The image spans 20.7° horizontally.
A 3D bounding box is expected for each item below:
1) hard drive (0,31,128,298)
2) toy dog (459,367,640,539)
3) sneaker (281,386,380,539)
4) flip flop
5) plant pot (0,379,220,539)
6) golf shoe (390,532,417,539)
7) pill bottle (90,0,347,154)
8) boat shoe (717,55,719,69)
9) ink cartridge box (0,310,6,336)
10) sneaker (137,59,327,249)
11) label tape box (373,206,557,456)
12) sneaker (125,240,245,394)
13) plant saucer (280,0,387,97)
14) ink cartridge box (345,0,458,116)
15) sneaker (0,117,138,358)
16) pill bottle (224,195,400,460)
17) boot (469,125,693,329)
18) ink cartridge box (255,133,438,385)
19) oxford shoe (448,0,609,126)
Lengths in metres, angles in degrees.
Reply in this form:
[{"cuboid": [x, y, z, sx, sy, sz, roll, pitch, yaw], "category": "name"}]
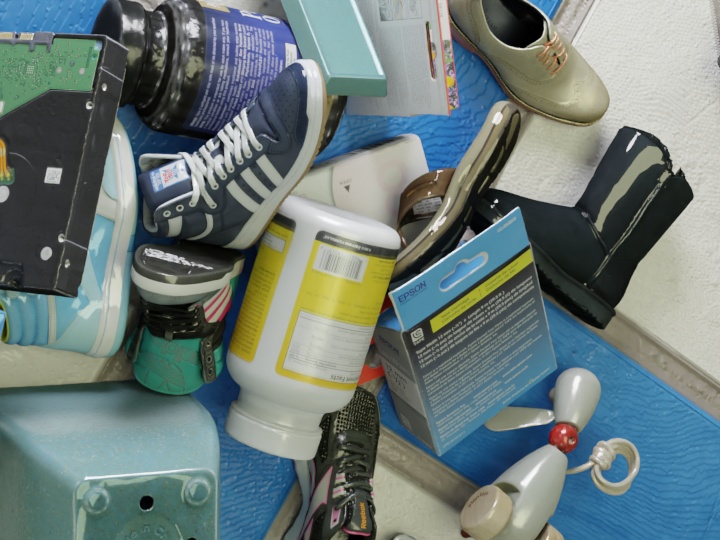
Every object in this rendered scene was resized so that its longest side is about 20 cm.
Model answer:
[{"cuboid": [-0.261, -0.084, 1.530, 0.038, 0.139, 0.202, 25, 72, -60], "category": "hard drive"}, {"cuboid": [0.151, 0.187, 1.807, 0.200, 0.096, 0.133, -40, 108, -33], "category": "toy dog"}, {"cuboid": [-0.011, 0.200, 1.714, 0.080, 0.086, 0.202, 7, 92, -29], "category": "sneaker"}, {"cuboid": [0.069, -0.065, 1.694, 0.057, 0.081, 0.201, 30, 82, 13], "category": "flip flop"}, {"cuboid": [-0.201, 0.200, 1.561, 0.194, 0.200, 0.198, -2, 95, -25], "category": "plant pot"}, {"cuboid": [0.094, 0.319, 1.773, 0.200, 0.097, 0.079, 41, 76, -25], "category": "golf shoe"}, {"cuboid": [-0.118, -0.160, 1.615, 0.199, 0.112, 0.113, 10, 91, -27], "category": "pill bottle"}, {"cuboid": [0.421, -0.169, 1.907, 0.201, 0.074, 0.063, 32, 117, -35], "category": "boat shoe"}, {"cuboid": [-0.394, 0.072, 1.484, 0.199, 0.146, 0.147, 14, 89, -27], "category": "ink cartridge box"}, {"cuboid": [-0.107, -0.090, 1.554, 0.108, 0.200, 0.070, 4, 49, -29], "category": "sneaker"}, {"cuboid": [0.086, 0.043, 1.718, 0.143, 0.066, 0.201, -34, 133, -18], "category": "label tape box"}, {"cuboid": [-0.151, 0.041, 1.590, 0.083, 0.200, 0.122, 16, 97, 9], "category": "sneaker"}, {"cuboid": [-0.034, -0.228, 1.631, 0.069, 0.019, 0.201, -1, 55, -33], "category": "plant saucer"}, {"cuboid": [0.042, -0.185, 1.641, 0.050, 0.200, 0.110, -11, 100, -24], "category": "ink cartridge box"}, {"cuboid": [-0.251, -0.030, 1.583, 0.130, 0.079, 0.202, 1, 94, -27], "category": "sneaker"}, {"cuboid": [-0.046, 0.048, 1.628, 0.111, 0.112, 0.202, 15, 97, -26], "category": "pill bottle"}, {"cuboid": [0.200, -0.065, 1.797, 0.200, 0.076, 0.169, 37, 81, -28], "category": "boot"}, {"cuboid": [0.000, 0.000, 1.724, 0.162, 0.057, 0.202, -21, 99, -23], "category": "ink cartridge box"}, {"cuboid": [0.155, -0.191, 1.765, 0.199, 0.074, 0.071, 32, 81, -25], "category": "oxford shoe"}]
